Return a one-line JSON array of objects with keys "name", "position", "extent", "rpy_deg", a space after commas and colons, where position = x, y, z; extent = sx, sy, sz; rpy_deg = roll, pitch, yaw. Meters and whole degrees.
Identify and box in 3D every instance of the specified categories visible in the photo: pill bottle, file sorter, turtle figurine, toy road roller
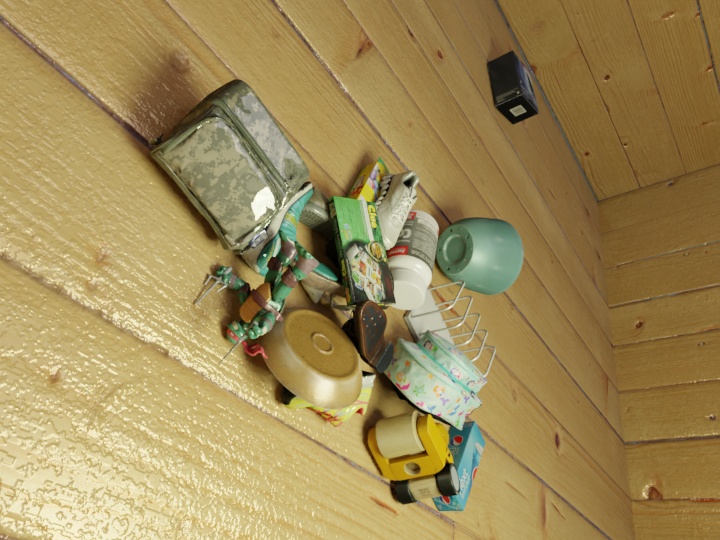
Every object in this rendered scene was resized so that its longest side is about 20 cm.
[{"name": "pill bottle", "position": [0.106, -0.025, 1.233], "extent": [0.114, 0.112, 0.202], "rpy_deg": [46, 42, -34]}, {"name": "file sorter", "position": [0.214, 0.143, 1.312], "extent": [0.202, 0.123, 0.139], "rpy_deg": [62, 35, -16]}, {"name": "turtle figurine", "position": [-0.153, 0.041, 0.829], "extent": [0.201, 0.149, 0.101], "rpy_deg": [-50, 147, -6]}, {"name": "toy road roller", "position": [0.110, 0.338, 1.089], "extent": [0.202, 0.121, 0.147], "rpy_deg": [63, 22, -21]}]

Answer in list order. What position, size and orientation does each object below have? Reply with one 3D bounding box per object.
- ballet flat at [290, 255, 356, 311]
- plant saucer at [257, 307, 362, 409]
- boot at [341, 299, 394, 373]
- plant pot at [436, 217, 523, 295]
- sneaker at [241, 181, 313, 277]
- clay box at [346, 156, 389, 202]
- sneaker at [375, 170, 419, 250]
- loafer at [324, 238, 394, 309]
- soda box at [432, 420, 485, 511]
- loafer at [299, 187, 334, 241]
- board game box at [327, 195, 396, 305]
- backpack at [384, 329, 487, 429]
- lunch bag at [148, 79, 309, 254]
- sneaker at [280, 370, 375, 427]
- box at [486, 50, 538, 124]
[{"name": "ballet flat", "position": [-0.052, 0.032, 1.010], "extent": [0.197, 0.068, 0.068], "rpy_deg": [22, 14, -22]}, {"name": "plant saucer", "position": [-0.069, 0.126, 0.897], "extent": [0.198, 0.036, 0.201], "rpy_deg": [31, 27, -17]}, {"name": "boot", "position": [-0.006, 0.104, 0.979], "extent": [0.075, 0.096, 0.202], "rpy_deg": [-51, 149, -25]}, {"name": "plant pot", "position": [0.290, -0.044, 1.449], "extent": [0.159, 0.199, 0.205], "rpy_deg": [7, 70, -40]}, {"name": "sneaker", "position": [-0.136, -0.076, 0.950], "extent": [0.080, 0.076, 0.202], "rpy_deg": [59, 45, -35]}, {"name": "clay box", "position": [0.028, -0.147, 1.229], "extent": [0.116, 0.047, 0.201], "rpy_deg": [55, 37, -27]}, {"name": "sneaker", "position": [0.075, -0.134, 1.180], "extent": [0.075, 0.080, 0.203], "rpy_deg": [45, 45, -38]}, {"name": "loafer", "position": [0.000, 0.000, 1.103], "extent": [0.201, 0.070, 0.074], "rpy_deg": [54, 51, -34]}, {"name": "soda box", "position": [0.216, 0.429, 1.248], "extent": [0.069, 0.063, 0.200], "rpy_deg": [62, 36, -16]}, {"name": "loafer", "position": [-0.042, -0.099, 1.081], "extent": [0.199, 0.074, 0.071], "rpy_deg": [33, 55, -45]}, {"name": "board game box", "position": [0.003, -0.035, 1.020], "extent": [0.103, 0.023, 0.204], "rpy_deg": [4, 67, -37]}, {"name": "backpack", "position": [0.144, 0.213, 1.131], "extent": [0.198, 0.177, 0.152], "rpy_deg": [26, 101, -42]}, {"name": "lunch bag", "position": [-0.195, -0.148, 0.837], "extent": [0.201, 0.138, 0.169], "rpy_deg": [54, 54, -25]}, {"name": "sneaker", "position": [-0.049, 0.220, 0.944], "extent": [0.198, 0.077, 0.092], "rpy_deg": [3, 94, -44]}, {"name": "box", "position": [0.613, -0.733, 2.264], "extent": [0.199, 0.122, 0.202], "rpy_deg": [14, 64, -53]}]
